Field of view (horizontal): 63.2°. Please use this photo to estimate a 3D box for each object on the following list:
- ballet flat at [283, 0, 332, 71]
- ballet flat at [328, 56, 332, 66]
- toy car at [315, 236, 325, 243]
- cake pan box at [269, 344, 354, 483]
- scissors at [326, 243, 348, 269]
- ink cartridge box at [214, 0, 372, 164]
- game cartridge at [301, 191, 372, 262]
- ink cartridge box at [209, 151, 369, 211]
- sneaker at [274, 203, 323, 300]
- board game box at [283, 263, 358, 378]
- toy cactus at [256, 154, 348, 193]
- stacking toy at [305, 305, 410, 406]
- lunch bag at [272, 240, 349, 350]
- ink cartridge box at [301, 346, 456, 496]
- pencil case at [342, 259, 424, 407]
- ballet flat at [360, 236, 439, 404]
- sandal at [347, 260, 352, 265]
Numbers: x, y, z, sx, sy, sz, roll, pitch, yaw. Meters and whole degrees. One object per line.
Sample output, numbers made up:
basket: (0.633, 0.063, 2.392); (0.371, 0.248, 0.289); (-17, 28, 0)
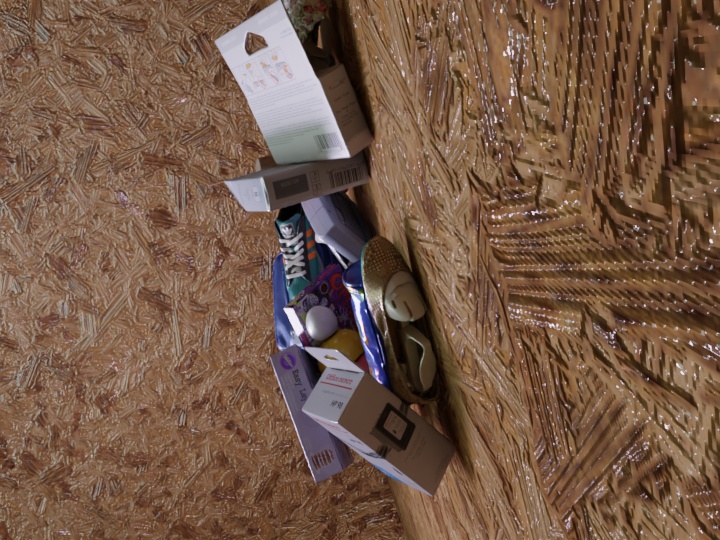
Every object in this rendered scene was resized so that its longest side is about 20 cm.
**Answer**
ballet flat: (-0.069, -0.280, 0.749); (0.201, 0.062, 0.077); (108, -172, -72)
ballet flat: (-0.055, -0.217, 0.876); (0.072, 0.069, 0.205); (-115, 11, -58)
toy car: (-0.111, -0.134, 1.283); (0.175, 0.145, 0.206); (-122, 16, -70)
cake pan box: (-0.073, 0.220, 0.921); (0.185, 0.051, 0.205); (82, 165, -77)
scissors: (0.003, 0.030, 0.879); (0.200, 0.014, 0.074); (48, 169, 19)
ink cartridge box: (-0.085, -0.222, 0.713); (0.198, 0.044, 0.180); (12, 132, 55)
game cartridge: (-0.040, -0.087, 0.926); (0.131, 0.042, 0.202); (32, -159, -32)
ink cartridge box: (-0.105, -0.122, 0.817); (0.198, 0.157, 0.049); (6, 114, 56)
sneaker: (-0.108, -0.044, 0.953); (0.080, 0.069, 0.207); (31, -129, -64)
board game box: (-0.039, 0.109, 0.951); (0.032, 0.120, 0.204); (-3, 121, 40)
toy cactus: (-0.114, -0.206, 1.107); (0.104, 0.160, 0.203); (108, 146, -44)
stacking toy: (-0.015, 0.139, 0.885); (0.204, 0.144, 0.146); (58, 177, -8)
lunch bag: (-0.079, 0.044, 1.037); (0.130, 0.133, 0.208); (11, -111, -52)
ink cartridge box: (0.007, 0.179, 0.706); (0.199, 0.068, 0.115); (41, 159, -18)
pencil case: (0.034, 0.085, 0.758); (0.087, 0.075, 0.206); (-82, -21, -69)
ballet flat: (0.053, 0.060, 0.653); (0.064, 0.069, 0.206); (12, 125, 53)
sandal: (0.002, 0.007, 0.980); (0.208, 0.057, 0.081); (-115, 9, -60)
